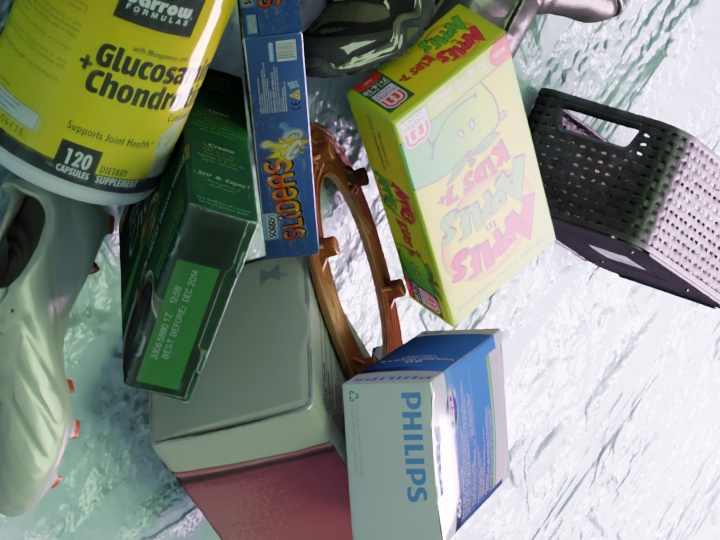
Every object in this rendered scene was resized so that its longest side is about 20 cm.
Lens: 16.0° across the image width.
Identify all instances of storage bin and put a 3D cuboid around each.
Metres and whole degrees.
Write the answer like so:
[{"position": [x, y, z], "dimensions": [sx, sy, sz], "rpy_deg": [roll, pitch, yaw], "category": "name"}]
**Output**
[{"position": [0.208, -0.051, 1.925], "dimensions": [0.200, 0.135, 0.094], "rpy_deg": [30, 81, -55], "category": "storage bin"}]

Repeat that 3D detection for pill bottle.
[{"position": [-0.129, -0.145, 1.399], "dimensions": [0.112, 0.112, 0.200], "rpy_deg": [-6, 126, -53], "category": "pill bottle"}]

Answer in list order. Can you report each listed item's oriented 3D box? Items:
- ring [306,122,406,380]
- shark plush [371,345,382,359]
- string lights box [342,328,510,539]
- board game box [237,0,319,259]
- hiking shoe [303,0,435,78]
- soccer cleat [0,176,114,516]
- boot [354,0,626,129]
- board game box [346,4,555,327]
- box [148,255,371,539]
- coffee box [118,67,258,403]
[{"position": [0.000, 0.000, 1.665], "dimensions": [0.200, 0.019, 0.201], "rpy_deg": [-15, 90, -76], "category": "ring"}, {"position": [0.020, 0.157, 1.797], "dimensions": [0.091, 0.083, 0.200], "rpy_deg": [45, 46, -55], "category": "shark plush"}, {"position": [0.045, 0.102, 1.609], "dimensions": [0.200, 0.059, 0.103], "rpy_deg": [-25, 113, -73], "category": "string lights box"}, {"position": [-0.052, -0.120, 1.512], "dimensions": [0.200, 0.034, 0.136], "rpy_deg": [87, -4, -52], "category": "board game box"}, {"position": [0.012, -0.205, 1.652], "dimensions": [0.200, 0.076, 0.101], "rpy_deg": [-48, 124, -33], "category": "hiking shoe"}, {"position": [-0.199, 0.041, 1.480], "dimensions": [0.078, 0.069, 0.200], "rpy_deg": [12, 90, -50], "category": "soccer cleat"}, {"position": [0.093, -0.147, 1.778], "dimensions": [0.182, 0.072, 0.200], "rpy_deg": [31, 74, -41], "category": "boot"}, {"position": [0.063, -0.067, 1.701], "dimensions": [0.102, 0.048, 0.200], "rpy_deg": [-40, 140, -20], "category": "board game box"}, {"position": [-0.048, 0.101, 1.633], "dimensions": [0.200, 0.109, 0.128], "rpy_deg": [60, 20, -48], "category": "box"}, {"position": [-0.101, -0.026, 1.464], "dimensions": [0.044, 0.200, 0.123], "rpy_deg": [16, 116, -13], "category": "coffee box"}]
